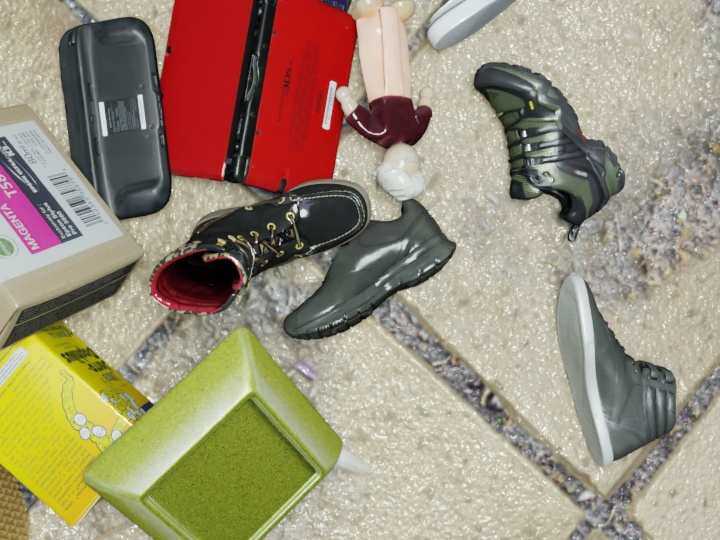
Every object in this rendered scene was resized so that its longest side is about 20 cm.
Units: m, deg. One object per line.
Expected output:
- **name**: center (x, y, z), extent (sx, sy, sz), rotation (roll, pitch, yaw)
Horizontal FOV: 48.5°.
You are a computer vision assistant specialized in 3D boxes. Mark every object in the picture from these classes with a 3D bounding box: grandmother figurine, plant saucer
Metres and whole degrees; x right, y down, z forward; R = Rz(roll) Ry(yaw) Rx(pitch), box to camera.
- **grandmother figurine**: center (0.030, -0.173, 0.820), extent (0.118, 0.060, 0.206), rotation (-7, 84, -20)
- **plant saucer**: center (-0.124, 0.192, 0.762), extent (0.199, 0.048, 0.201), rotation (-42, 124, -10)

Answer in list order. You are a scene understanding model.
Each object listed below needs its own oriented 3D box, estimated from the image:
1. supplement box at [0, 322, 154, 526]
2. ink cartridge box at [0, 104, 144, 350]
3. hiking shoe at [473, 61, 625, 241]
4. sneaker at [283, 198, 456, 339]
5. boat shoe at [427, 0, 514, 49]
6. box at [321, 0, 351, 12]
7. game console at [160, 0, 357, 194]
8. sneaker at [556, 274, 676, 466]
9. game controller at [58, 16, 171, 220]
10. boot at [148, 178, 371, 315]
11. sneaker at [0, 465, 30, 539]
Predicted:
- **supplement box**: center (-0.303, 0.128, 0.778), extent (0.199, 0.109, 0.110), rotation (42, 87, -2)
- **ink cartridge box**: center (-0.327, -0.047, 0.741), extent (0.201, 0.164, 0.075), rotation (50, 122, 3)
- **hiking shoe**: center (0.182, -0.127, 0.832), extent (0.199, 0.076, 0.101), rotation (43, 83, -3)
- **sneaker**: center (0.000, 0.000, 0.828), extent (0.197, 0.076, 0.092), rotation (-32, 81, -11)
- **boat shoe**: center (0.137, -0.311, 0.843), extent (0.199, 0.074, 0.066), rotation (-39, 87, -14)
- **box**: center (-0.098, -0.323, 0.795), extent (0.196, 0.121, 0.033), rotation (21, 92, -3)
- **game console**: center (-0.112, -0.187, 0.844), extent (0.169, 0.118, 0.206), rotation (11, 88, -35)
- **sneaker**: center (0.271, 0.094, 0.840), extent (0.097, 0.071, 0.205), rotation (-15, 96, -6)
- **game controller**: center (-0.251, -0.155, 0.820), extent (0.101, 0.042, 0.206), rotation (-7, 90, 0)
- **boot**: center (-0.094, -0.023, 0.750), extent (0.195, 0.151, 0.075), rotation (-8, 109, 16)
- **sneaker**: center (-0.404, 0.220, 0.795), extent (0.088, 0.075, 0.204), rotation (-22, 89, 11)
